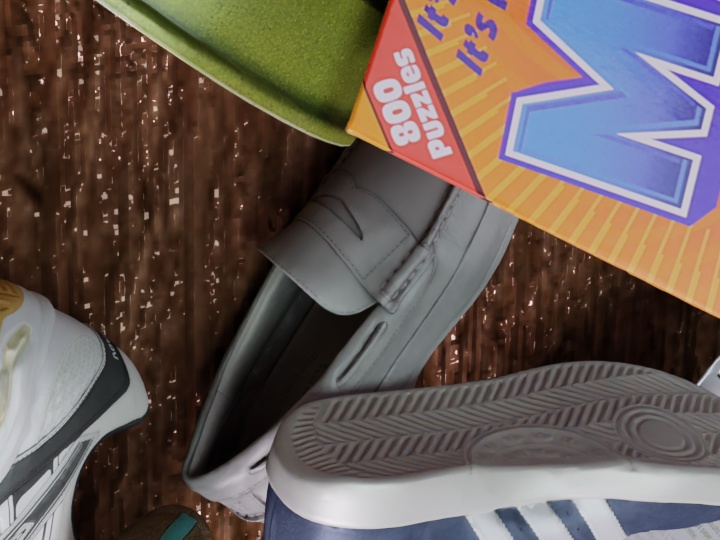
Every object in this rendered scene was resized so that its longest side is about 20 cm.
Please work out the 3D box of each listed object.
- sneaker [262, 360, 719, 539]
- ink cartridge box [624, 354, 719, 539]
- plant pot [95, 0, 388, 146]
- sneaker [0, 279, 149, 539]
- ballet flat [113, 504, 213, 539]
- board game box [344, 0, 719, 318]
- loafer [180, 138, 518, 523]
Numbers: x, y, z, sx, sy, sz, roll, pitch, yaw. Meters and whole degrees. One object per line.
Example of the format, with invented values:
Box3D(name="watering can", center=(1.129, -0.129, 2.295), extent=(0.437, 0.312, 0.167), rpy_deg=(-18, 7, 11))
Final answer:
Box3D(name="sneaker", center=(0.055, 0.088, 0.868), extent=(0.199, 0.075, 0.085), rpy_deg=(-1, 121, -22))
Box3D(name="ink cartridge box", center=(0.123, 0.100, 0.976), extent=(0.200, 0.076, 0.148), rpy_deg=(-49, 126, -6))
Box3D(name="plant pot", center=(-0.025, -0.172, 0.674), extent=(0.200, 0.200, 0.193), rpy_deg=(31, 101, -36))
Box3D(name="sneaker", center=(-0.137, 0.105, 0.819), extent=(0.087, 0.076, 0.201), rpy_deg=(25, 97, -36))
Box3D(name="ballet flat", center=(-0.093, 0.151, 0.860), extent=(0.068, 0.072, 0.201), rpy_deg=(26, 131, 2))
Box3D(name="board game box", center=(0.148, -0.110, 0.652), extent=(0.200, 0.199, 0.201), rpy_deg=(-43, 156, -56))
Box3D(name="loafer", center=(0.000, 0.000, 0.861), extent=(0.070, 0.070, 0.201), rpy_deg=(16, 102, -43))
